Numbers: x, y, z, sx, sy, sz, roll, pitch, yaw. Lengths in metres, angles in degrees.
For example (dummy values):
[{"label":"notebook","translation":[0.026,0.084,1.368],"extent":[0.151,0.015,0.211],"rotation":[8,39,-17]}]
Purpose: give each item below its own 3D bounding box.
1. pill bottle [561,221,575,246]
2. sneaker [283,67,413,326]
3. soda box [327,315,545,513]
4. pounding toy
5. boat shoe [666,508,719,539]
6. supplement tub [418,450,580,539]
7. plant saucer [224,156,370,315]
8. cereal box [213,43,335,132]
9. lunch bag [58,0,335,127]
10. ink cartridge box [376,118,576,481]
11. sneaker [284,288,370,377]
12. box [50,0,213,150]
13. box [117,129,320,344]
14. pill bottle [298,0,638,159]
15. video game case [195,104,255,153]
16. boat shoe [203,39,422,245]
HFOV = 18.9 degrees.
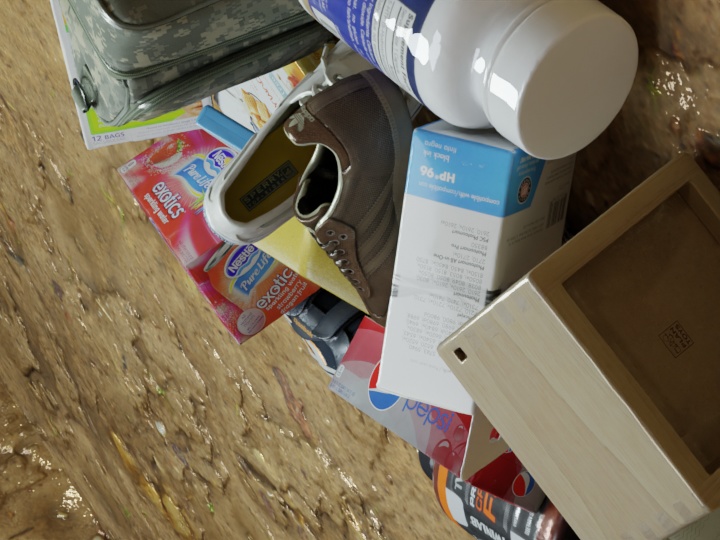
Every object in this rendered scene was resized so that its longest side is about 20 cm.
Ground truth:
[{"label":"pill bottle","translation":[0.101,0.018,1.409],"extent":[0.201,0.112,0.112],"rotation":[55,160,4]},{"label":"sneaker","translation":[-0.008,-0.037,1.339],"extent":[0.071,0.075,0.201],"rotation":[-125,21,-44]},{"label":"soda box","translation":[0.061,0.099,1.542],"extent":[0.070,0.064,0.200],"rotation":[27,-179,-36]},{"label":"pounding toy","translation":[0.171,0.059,1.230],"extent":[0.185,0.200,0.142],"rotation":[52,141,3]},{"label":"boat shoe","translation":[0.208,0.144,1.348],"extent":[0.200,0.072,0.068],"rotation":[37,178,-8]},{"label":"supplement tub","translation":[0.123,0.159,1.578],"extent":[0.200,0.107,0.107],"rotation":[27,145,54]},{"label":"plant saucer","translation":[0.000,0.000,1.545],"extent":[0.199,0.049,0.200],"rotation":[31,-179,-25]},{"label":"cereal box","translation":[-0.047,-0.121,1.660],"extent":[0.144,0.039,0.200],"rotation":[54,160,8]},{"label":"lunch bag","translation":[-0.105,-0.190,1.467],"extent":[0.140,0.199,0.168],"rotation":[58,161,21]},{"label":"ink cartridge box","translation":[0.068,0.011,1.295],"extent":[0.067,0.116,0.202],"rotation":[15,107,23]},{"label":"sneaker","translation":[-0.022,0.031,1.773],"extent":[0.200,0.078,0.080],"rotation":[32,154,53]},{"label":"box","translation":[-0.186,-0.207,1.714],"extent":[0.201,0.112,0.102],"rotation":[84,174,-51]},{"label":"box","translation":[-0.112,-0.041,1.778],"extent":[0.096,0.099,0.200],"rotation":[58,176,-34]},{"label":"pill bottle","translation":[0.061,-0.151,1.239],"extent":[0.200,0.119,0.120],"rotation":[41,155,37]},{"label":"video game case","translation":[-0.029,-0.058,1.533],"extent":[0.143,0.018,0.200],"rotation":[31,180,14]},{"label":"boat shoe","translation":[-0.020,-0.097,1.382],"extent":[0.075,0.202,0.086],"rotation":[50,172,-3]}]
